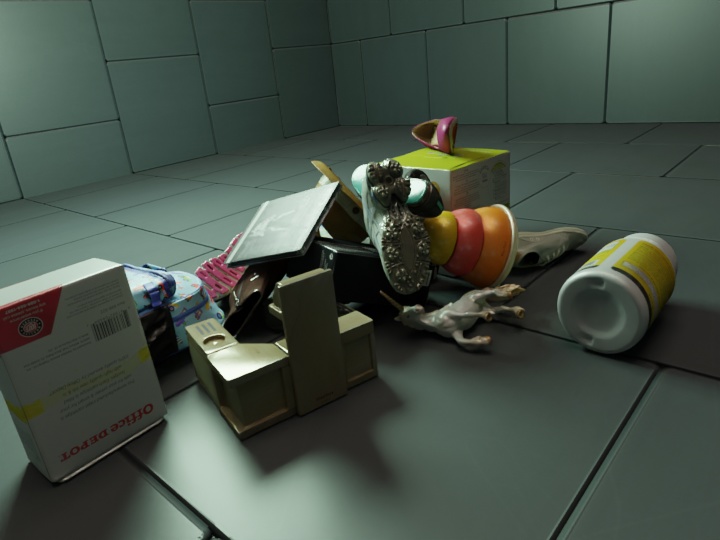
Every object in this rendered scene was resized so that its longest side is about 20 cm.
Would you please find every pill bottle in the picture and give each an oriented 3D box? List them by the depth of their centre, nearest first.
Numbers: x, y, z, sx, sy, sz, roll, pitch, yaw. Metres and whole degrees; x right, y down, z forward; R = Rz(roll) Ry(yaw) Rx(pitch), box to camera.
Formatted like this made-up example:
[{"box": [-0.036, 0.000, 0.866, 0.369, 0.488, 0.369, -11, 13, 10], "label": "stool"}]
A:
[{"box": [0.364, 0.022, 0.751, 0.113, 0.117, 0.198, 12, 28, 41], "label": "pill bottle"}]

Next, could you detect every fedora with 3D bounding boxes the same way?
[{"box": [-0.034, -0.105, 0.975, 0.082, 0.200, 0.201, -44, 22, 6], "label": "fedora"}]

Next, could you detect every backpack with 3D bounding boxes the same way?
[{"box": [-0.317, 0.060, 0.821, 0.180, 0.137, 0.198, 12, 29, 41], "label": "backpack"}]

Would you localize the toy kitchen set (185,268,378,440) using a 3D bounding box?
[{"box": [-0.109, 0.068, 0.701, 0.197, 0.167, 0.179, -18, 24, -29], "label": "toy kitchen set"}]

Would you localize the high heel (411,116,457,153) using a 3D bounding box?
[{"box": [0.141, -0.268, 1.067, 0.094, 0.069, 0.200, 10, 7, 8], "label": "high heel"}]

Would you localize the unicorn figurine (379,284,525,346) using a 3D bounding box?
[{"box": [0.145, 0.063, 0.790, 0.197, 0.076, 0.136, -5, 6, -41], "label": "unicorn figurine"}]

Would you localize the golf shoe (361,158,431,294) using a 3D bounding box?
[{"box": [0.046, -0.058, 0.801, 0.077, 0.204, 0.097, -5, -15, -21], "label": "golf shoe"}]

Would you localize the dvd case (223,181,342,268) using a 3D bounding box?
[{"box": [-0.131, -0.072, 0.894, 0.197, 0.016, 0.150, -7, 46, 41], "label": "dvd case"}]

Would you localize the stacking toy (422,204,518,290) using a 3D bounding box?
[{"box": [0.145, -0.054, 0.891, 0.196, 0.149, 0.146, 12, 15, -19], "label": "stacking toy"}]

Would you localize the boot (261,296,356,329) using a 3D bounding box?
[{"box": [-0.050, 0.056, 0.865, 0.197, 0.069, 0.130, 9, 20, 32], "label": "boot"}]

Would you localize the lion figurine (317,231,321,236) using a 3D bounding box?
[{"box": [-0.092, -0.052, 1.023, 0.122, 0.203, 0.072, -31, -11, 38], "label": "lion figurine"}]

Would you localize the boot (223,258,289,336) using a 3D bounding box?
[{"box": [-0.150, 0.005, 0.898, 0.201, 0.072, 0.167, -49, 16, 14], "label": "boot"}]

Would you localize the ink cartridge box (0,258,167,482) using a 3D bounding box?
[{"box": [-0.325, 0.107, 0.616, 0.082, 0.204, 0.144, 8, 24, 40], "label": "ink cartridge box"}]

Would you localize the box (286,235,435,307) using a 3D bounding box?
[{"box": [0.000, 0.000, 0.879, 0.197, 0.081, 0.140, 7, 13, -36], "label": "box"}]

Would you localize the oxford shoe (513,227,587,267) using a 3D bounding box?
[{"box": [0.343, -0.039, 1.005, 0.196, 0.076, 0.059, -7, 61, -24], "label": "oxford shoe"}]

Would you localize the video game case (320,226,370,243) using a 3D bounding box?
[{"box": [-0.071, -0.090, 1.299, 0.195, 0.022, 0.183, -4, 21, 6], "label": "video game case"}]

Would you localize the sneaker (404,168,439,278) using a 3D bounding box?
[{"box": [0.080, -0.081, 0.993, 0.074, 0.205, 0.115, -12, 13, -31], "label": "sneaker"}]

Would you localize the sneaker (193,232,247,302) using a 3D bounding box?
[{"box": [-0.258, 0.012, 1.016, 0.073, 0.088, 0.201, 35, 39, -4], "label": "sneaker"}]

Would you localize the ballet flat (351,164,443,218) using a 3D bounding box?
[{"box": [0.060, -0.121, 0.877, 0.068, 0.069, 0.199, 30, 1, -39], "label": "ballet flat"}]

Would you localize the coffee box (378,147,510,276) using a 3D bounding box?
[{"box": [0.166, -0.131, 1.084, 0.198, 0.202, 0.198, -24, 27, -38], "label": "coffee box"}]
